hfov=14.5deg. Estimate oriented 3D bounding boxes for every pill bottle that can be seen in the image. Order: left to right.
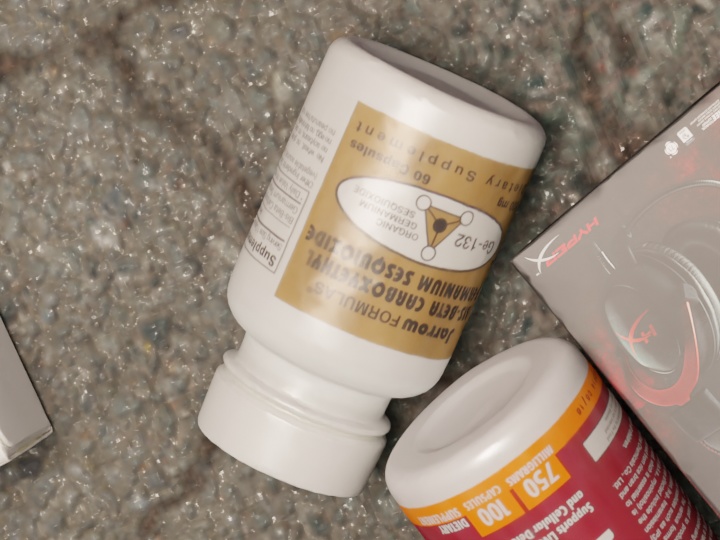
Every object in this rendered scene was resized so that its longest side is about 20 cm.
[{"bbox_3d":[0.000,0.000,1.360,0.114,0.114,0.201,25,100,6],"label":"pill bottle"},{"bbox_3d":[0.111,0.140,1.347,0.113,0.113,0.200,-35,104,12],"label":"pill bottle"}]

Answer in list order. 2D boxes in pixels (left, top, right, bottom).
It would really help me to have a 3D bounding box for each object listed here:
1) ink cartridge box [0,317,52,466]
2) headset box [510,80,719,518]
[{"bbox_3d":[-0.277,0.064,1.431,0.199,0.084,0.145,-25,92,13],"label":"ink cartridge box"},{"bbox_3d":[0.192,0.023,1.348,0.148,0.075,0.200,-39,88,11],"label":"headset box"}]
